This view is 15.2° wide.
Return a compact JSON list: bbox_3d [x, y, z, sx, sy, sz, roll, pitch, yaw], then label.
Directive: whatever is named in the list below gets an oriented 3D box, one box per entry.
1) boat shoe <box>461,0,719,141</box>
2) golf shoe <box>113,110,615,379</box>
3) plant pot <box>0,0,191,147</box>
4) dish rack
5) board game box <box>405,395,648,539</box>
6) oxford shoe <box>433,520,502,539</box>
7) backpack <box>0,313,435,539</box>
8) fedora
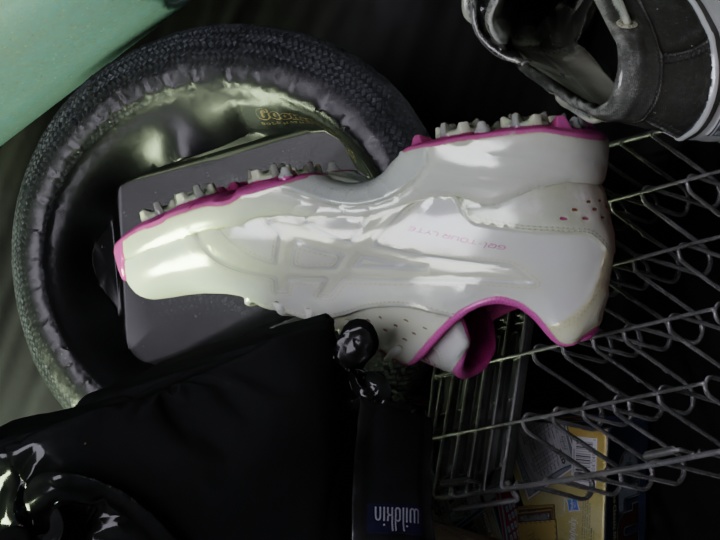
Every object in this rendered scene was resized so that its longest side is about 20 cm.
[{"bbox_3d":[0.072,-0.107,0.992,0.200,0.063,0.071,-132,48,-55],"label":"boat shoe"},{"bbox_3d":[0.000,0.000,0.988,0.199,0.075,0.092,-11,91,27],"label":"golf shoe"},{"bbox_3d":[-0.173,-0.136,1.123,0.196,0.200,0.201,-26,78,31],"label":"plant pot"},{"bbox_3d":[0.104,0.018,0.995,0.200,0.054,0.154,-15,58,50],"label":"dish rack"},{"bbox_3d":[0.046,0.154,1.085,0.135,0.035,0.201,5,95,34],"label":"board game box"},{"bbox_3d":[0.021,0.128,1.043,0.200,0.073,0.072,23,108,51],"label":"oxford shoe"},{"bbox_3d":[-0.047,0.132,0.959,0.127,0.166,0.201,-8,102,66],"label":"backpack"},{"bbox_3d":[-0.040,-0.007,1.099,0.200,0.092,0.201,1,92,27],"label":"fedora"}]
